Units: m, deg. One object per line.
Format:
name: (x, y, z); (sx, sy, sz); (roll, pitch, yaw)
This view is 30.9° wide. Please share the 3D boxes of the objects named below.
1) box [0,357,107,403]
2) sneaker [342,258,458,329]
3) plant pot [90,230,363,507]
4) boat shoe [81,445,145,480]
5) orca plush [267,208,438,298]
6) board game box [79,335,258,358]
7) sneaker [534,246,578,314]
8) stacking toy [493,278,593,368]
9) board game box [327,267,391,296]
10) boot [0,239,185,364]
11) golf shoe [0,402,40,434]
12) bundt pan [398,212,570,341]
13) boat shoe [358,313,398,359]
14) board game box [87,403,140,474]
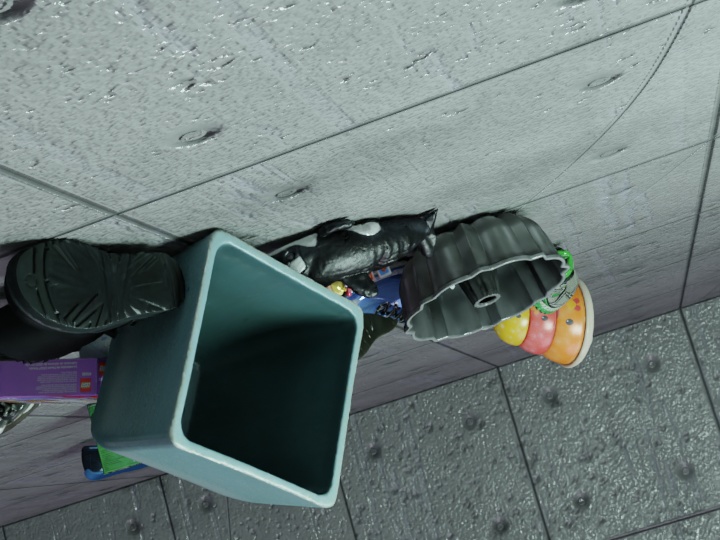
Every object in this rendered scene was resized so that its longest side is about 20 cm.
box: (-0.313, 0.117, 1.359); (0.197, 0.040, 0.136); (-4, 171, 25)
sneaker: (0.061, 0.036, 1.561); (0.198, 0.090, 0.078); (-9, 167, -28)
plant pot: (-0.142, 0.107, 1.218); (0.195, 0.199, 0.198); (29, 150, -37)
boat shoe: (-0.418, 0.326, 2.385); (0.198, 0.069, 0.084); (-7, 157, -48)
orca plush: (0.000, 0.000, 1.289); (0.198, 0.072, 0.105); (-8, 157, -40)
board game box: (-0.184, 0.076, 1.428); (0.196, 0.044, 0.200); (-7, 171, 7)
sneaker: (0.264, 0.011, 1.785); (0.084, 0.079, 0.199); (-22, 168, 24)
stacking toy: (0.259, 0.079, 2.069); (0.197, 0.148, 0.146); (3, 164, -17)
board game box: (-0.051, 0.015, 1.405); (0.199, 0.039, 0.157); (-26, 166, 40)
boot: (-0.261, 0.032, 1.097); (0.161, 0.074, 0.197); (-19, 170, 32)
golf shoe: (-0.458, 0.177, 1.508); (0.197, 0.079, 0.094); (-18, 170, 12)
bundt pan: (0.131, 0.001, 1.470); (0.199, 0.077, 0.202); (-18, 159, -7)
boat shoe: (-0.025, 0.072, 1.607); (0.073, 0.077, 0.199); (-11, -175, 30)
board game box: (-0.297, 0.224, 1.930); (0.197, 0.106, 0.023); (-15, 173, -4)
